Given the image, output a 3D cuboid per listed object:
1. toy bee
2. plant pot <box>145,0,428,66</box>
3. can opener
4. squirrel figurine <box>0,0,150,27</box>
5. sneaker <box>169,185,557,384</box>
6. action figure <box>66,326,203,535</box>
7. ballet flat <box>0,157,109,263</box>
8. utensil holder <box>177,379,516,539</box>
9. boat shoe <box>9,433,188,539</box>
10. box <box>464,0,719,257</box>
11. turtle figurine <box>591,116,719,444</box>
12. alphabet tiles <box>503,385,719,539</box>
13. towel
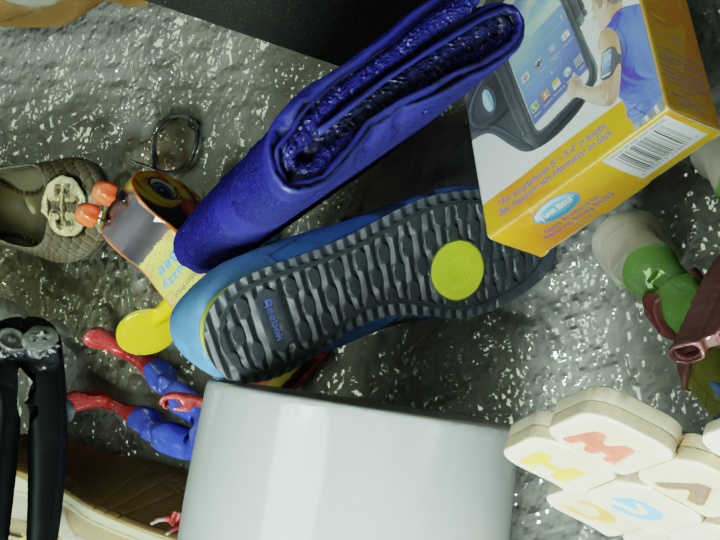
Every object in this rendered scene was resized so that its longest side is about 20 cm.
[{"bbox_3d":[-0.109,-0.010,0.918,0.200,0.109,0.131,32,106,36],"label":"toy bee"},{"bbox_3d":[-0.024,-0.221,0.809,0.177,0.199,0.200,-54,33,37],"label":"plant pot"},{"bbox_3d":[-0.196,0.099,0.936,0.200,0.063,0.079,-111,30,-50],"label":"can opener"},{"bbox_3d":[-0.177,-0.264,1.010,0.200,0.142,0.187,5,76,24],"label":"squirrel figurine"},{"bbox_3d":[0.000,0.000,0.803,0.078,0.200,0.066,19,125,67],"label":"sneaker"},{"bbox_3d":[-0.110,0.092,0.915,0.200,0.099,0.065,23,100,35],"label":"action figure"},{"bbox_3d":[-0.223,-0.043,1.031,0.200,0.046,0.067,9,94,48],"label":"ballet flat"},{"bbox_3d":[-0.012,0.163,0.785,0.170,0.170,0.200,6,85,38],"label":"utensil holder"},{"bbox_3d":[-0.154,0.152,0.963,0.200,0.074,0.069,13,112,39],"label":"boat shoe"},{"bbox_3d":[0.098,-0.122,0.777,0.119,0.041,0.200,-38,49,40],"label":"box"},{"bbox_3d":[0.195,0.036,0.695,0.194,0.200,0.144,-112,27,-48],"label":"turtle figurine"},{"bbox_3d":[0.158,0.103,0.639,0.015,0.200,0.196,-66,9,-21],"label":"alphabet tiles"},{"bbox_3d":[-0.017,-0.066,0.786,0.050,0.148,0.200,55,158,-1],"label":"towel"}]
